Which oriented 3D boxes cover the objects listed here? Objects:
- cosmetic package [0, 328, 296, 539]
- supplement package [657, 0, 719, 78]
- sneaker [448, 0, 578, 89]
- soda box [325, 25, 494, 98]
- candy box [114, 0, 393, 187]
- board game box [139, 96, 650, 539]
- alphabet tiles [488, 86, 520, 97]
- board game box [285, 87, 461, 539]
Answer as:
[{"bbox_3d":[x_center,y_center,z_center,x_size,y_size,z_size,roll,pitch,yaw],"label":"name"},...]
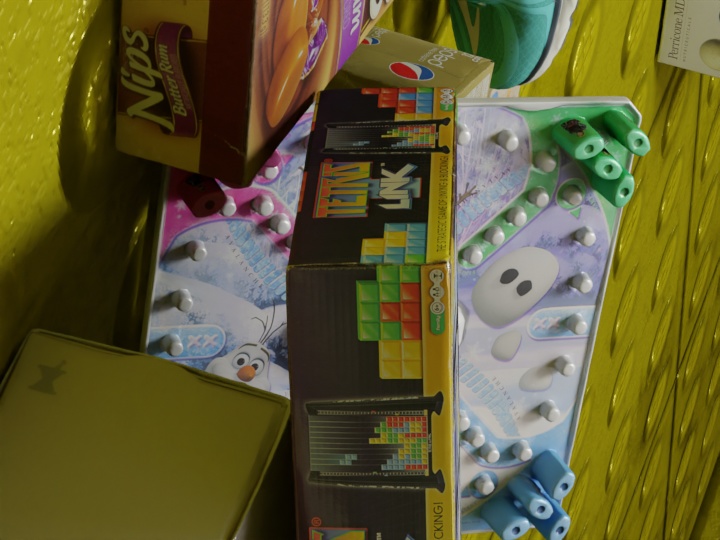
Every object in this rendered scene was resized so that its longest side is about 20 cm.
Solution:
[{"bbox_3d":[-0.077,0.119,0.940,0.200,0.103,0.088,84,25,-55],"label":"cosmetic package"},{"bbox_3d":[0.350,-0.232,1.985,0.152,0.199,0.151,92,21,-44],"label":"supplement package"},{"bbox_3d":[0.055,-0.162,1.234,0.080,0.077,0.201,-42,146,-28],"label":"sneaker"},{"bbox_3d":[0.000,0.000,1.118,0.064,0.067,0.201,-44,148,-62],"label":"soda box"},{"bbox_3d":[-0.023,-0.133,0.956,0.200,0.056,0.117,-57,159,-52],"label":"candy box"},{"bbox_3d":[0.010,0.028,1.037,0.026,0.199,0.201,-128,-138,-55],"label":"board game box"},{"bbox_3d":[0.063,-0.017,1.505,0.200,0.015,0.197,-47,150,-60],"label":"alphabet tiles"},{"bbox_3d":[0.008,0.057,0.915,0.165,0.056,0.201,-81,170,-67],"label":"board game box"}]
